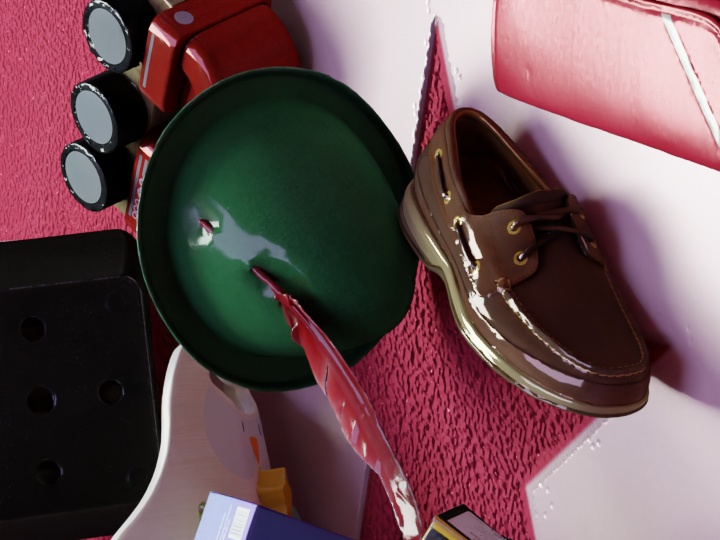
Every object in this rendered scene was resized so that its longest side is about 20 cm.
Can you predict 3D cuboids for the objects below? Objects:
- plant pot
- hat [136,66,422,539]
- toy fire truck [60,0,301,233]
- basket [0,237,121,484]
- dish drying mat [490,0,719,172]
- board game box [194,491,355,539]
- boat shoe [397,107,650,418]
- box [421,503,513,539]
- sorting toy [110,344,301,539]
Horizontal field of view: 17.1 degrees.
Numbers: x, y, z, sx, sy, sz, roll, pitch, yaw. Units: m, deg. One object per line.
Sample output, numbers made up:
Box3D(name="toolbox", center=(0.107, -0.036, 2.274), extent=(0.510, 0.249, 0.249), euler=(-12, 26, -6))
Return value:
Box3D(name="plant pot", center=(-0.209, 0.077, 1.477), extent=(0.177, 0.198, 0.201), euler=(170, 94, -73))
Box3D(name="hat", center=(0.000, 0.000, 1.208), extent=(0.201, 0.165, 0.176), euler=(60, 161, -21))
Box3D(name="toy fire truck", center=(-0.086, -0.062, 1.424), extent=(0.200, 0.128, 0.176), euler=(41, 138, 24))
Box3D(name="basket", center=(-0.268, 0.080, 1.637), extent=(0.161, 0.199, 0.199), euler=(174, 89, -72))
Box3D(name="dish drying mat", center=(0.120, -0.102, 1.130), extent=(0.200, 0.018, 0.077), euler=(27, 119, 56))
Box3D(name="board game box", center=(-0.050, 0.236, 1.300), extent=(0.045, 0.134, 0.201), euler=(9, 78, 51))
Box3D(name="boat shoe", center=(0.079, -0.006, 1.165), extent=(0.200, 0.072, 0.068), euler=(55, 142, 44))
Box3D(name="box", center=(0.055, 0.239, 1.148), extent=(0.159, 0.049, 0.200), euler=(36, 108, 15))
Box3D(name="sorting toy", center=(-0.083, 0.134, 1.410), extent=(0.200, 0.106, 0.181), euler=(27, -121, -77))
